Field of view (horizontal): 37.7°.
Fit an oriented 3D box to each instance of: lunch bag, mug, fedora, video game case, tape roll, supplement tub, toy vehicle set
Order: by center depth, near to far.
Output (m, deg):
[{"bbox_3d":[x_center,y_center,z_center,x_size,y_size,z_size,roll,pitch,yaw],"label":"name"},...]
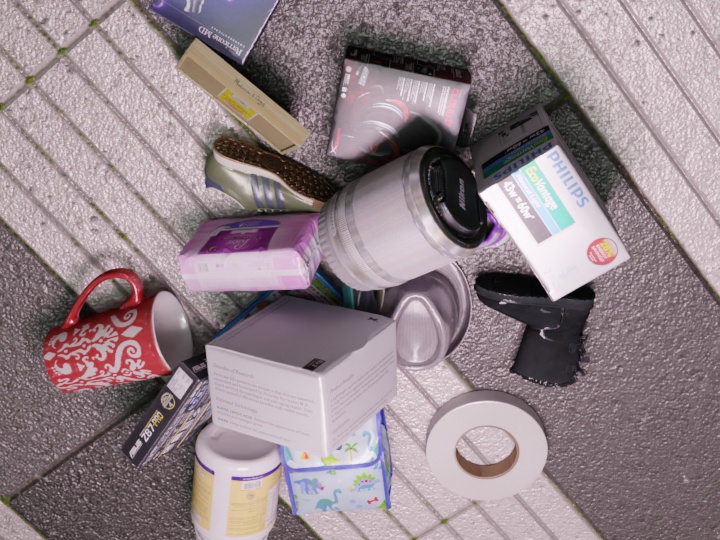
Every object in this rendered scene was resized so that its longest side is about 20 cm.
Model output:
[{"bbox_3d":[-0.166,-0.239,1.470,0.200,0.124,0.027,39,81,-14],"label":"toy vehicle set"},{"bbox_3d":[0.085,0.075,1.620,0.177,0.090,0.200,6,115,0],"label":"fedora"},{"bbox_3d":[-0.108,0.092,1.624,0.200,0.018,0.143,-40,106,16],"label":"video game case"},{"bbox_3d":[-0.386,0.099,1.658,0.200,0.133,0.178,-15,78,15],"label":"mug"},{"bbox_3d":[-0.039,0.289,1.709,0.170,0.127,0.200,-4,115,5],"label":"lunch bag"},{"bbox_3d":[-0.206,0.360,1.743,0.145,0.145,0.200,8,116,-1],"label":"supplement tub"},{"bbox_3d":[0.209,0.292,1.746,0.203,0.037,0.203,1,115,3],"label":"tape roll"}]

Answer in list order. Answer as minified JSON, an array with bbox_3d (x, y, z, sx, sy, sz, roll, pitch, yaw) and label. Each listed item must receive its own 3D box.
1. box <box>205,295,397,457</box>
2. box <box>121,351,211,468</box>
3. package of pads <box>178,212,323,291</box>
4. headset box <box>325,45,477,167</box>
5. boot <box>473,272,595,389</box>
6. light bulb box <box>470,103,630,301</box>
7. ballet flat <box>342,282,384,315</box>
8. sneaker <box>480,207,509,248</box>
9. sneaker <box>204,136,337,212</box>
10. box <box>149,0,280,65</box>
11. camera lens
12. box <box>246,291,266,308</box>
[{"bbox_3d":[-0.079,0.143,1.493,0.200,0.199,0.131,12,116,29],"label":"box"},{"bbox_3d":[-0.272,0.209,1.666,0.049,0.161,0.200,42,115,15],"label":"box"},{"bbox_3d":[-0.154,-0.025,1.548,0.200,0.121,0.076,-3,121,19],"label":"package of pads"},{"bbox_3d":[0.063,-0.220,1.491,0.200,0.075,0.149,12,116,-2],"label":"headset box"},{"bbox_3d":[0.264,0.094,1.634,0.198,0.073,0.163,7,119,-1],"label":"boot"},{"bbox_3d":[0.259,-0.099,1.468,0.125,0.200,0.198,-32,109,16],"label":"light bulb box"},{"bbox_3d":[0.000,0.000,1.572,0.073,0.073,0.200,-8,96,7],"label":"ballet flat"},{"bbox_3d":[0.125,-0.055,1.550,0.200,0.088,0.081,-13,94,8],"label":"sneaker"},{"bbox_3d":[-0.139,-0.121,1.562,0.200,0.067,0.090,23,131,-14],"label":"sneaker"},{"bbox_3d":[-0.166,-0.402,1.403,0.148,0.104,0.200,28,113,-10],"label":"box"},{"bbox_3d":[0.061,-0.070,1.447,0.200,0.160,0.160,-23,113,36],"label":"camera lens"},{"bbox_3d":[-0.083,0.102,1.666,0.200,0.049,0.082,42,110,-16],"label":"box"}]
